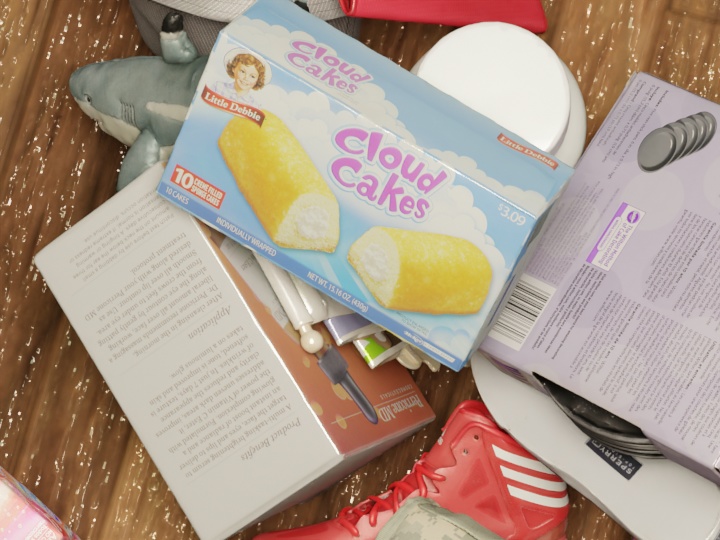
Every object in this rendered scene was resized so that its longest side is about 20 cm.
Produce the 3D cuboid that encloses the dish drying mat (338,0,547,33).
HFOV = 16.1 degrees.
[{"bbox_3d":[0.044,-0.183,1.541,0.018,0.200,0.077,-25,76,34],"label":"dish drying mat"}]

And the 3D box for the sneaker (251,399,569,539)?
[{"bbox_3d":[0.028,0.132,1.523,0.200,0.078,0.116,-5,111,-12],"label":"sneaker"}]

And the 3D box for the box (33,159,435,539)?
[{"bbox_3d":[-0.072,0.041,1.505,0.106,0.152,0.200,-35,83,22],"label":"box"}]

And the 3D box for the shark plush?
[{"bbox_3d":[-0.102,-0.110,1.480,0.091,0.200,0.083,-33,95,-30],"label":"shark plush"}]

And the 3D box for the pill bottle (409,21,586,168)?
[{"bbox_3d":[0.076,-0.081,1.508,0.114,0.200,0.114,0,82,2],"label":"pill bottle"}]

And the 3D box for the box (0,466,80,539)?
[{"bbox_3d":[-0.270,0.205,1.523,0.095,0.103,0.200,41,84,6],"label":"box"}]

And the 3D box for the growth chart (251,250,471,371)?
[{"bbox_3d":[0.000,0.000,1.517,0.018,0.200,0.145,-36,70,28],"label":"growth chart"}]

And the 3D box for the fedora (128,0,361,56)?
[{"bbox_3d":[-0.075,-0.167,1.563,0.200,0.177,0.090,14,123,18],"label":"fedora"}]

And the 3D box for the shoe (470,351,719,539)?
[{"bbox_3d":[0.144,0.106,1.486,0.071,0.091,0.200,-44,61,-3],"label":"shoe"}]

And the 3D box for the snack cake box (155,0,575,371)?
[{"bbox_3d":[0.001,-0.050,1.392,0.200,0.067,0.115,31,126,8],"label":"snack cake box"}]

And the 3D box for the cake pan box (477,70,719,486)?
[{"bbox_3d":[0.181,0.006,1.416,0.184,0.052,0.200,25,79,38],"label":"cake pan box"}]

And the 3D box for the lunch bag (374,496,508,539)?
[{"bbox_3d":[0.064,0.245,1.431,0.164,0.118,0.200,30,105,36],"label":"lunch bag"}]

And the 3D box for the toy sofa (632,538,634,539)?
[{"bbox_3d":[0.164,0.237,1.522,0.098,0.083,0.200,39,84,5],"label":"toy sofa"}]
